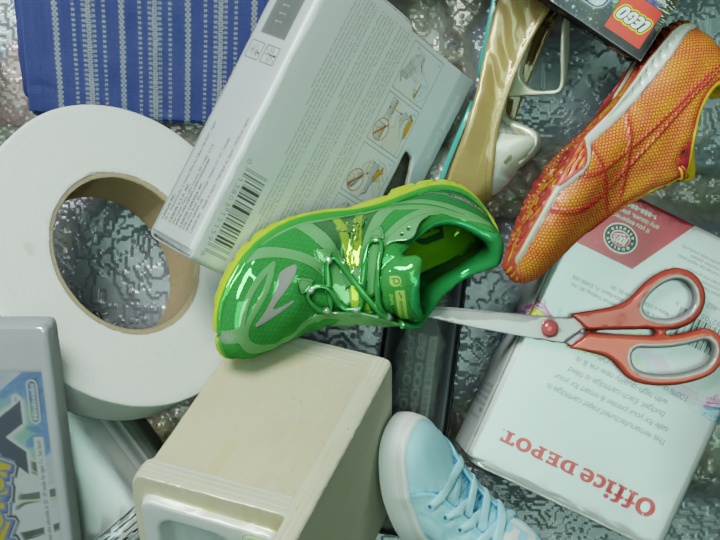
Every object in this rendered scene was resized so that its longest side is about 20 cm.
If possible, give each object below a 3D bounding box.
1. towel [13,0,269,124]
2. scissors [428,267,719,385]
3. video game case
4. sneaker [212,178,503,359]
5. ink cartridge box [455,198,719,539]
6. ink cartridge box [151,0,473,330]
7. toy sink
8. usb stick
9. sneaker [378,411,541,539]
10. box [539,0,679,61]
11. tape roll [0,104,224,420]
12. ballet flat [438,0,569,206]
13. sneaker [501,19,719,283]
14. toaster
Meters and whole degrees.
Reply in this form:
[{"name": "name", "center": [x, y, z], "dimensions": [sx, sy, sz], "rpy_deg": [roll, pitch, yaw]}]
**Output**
[{"name": "towel", "center": [-0.127, -0.158, 0.886], "dimensions": [0.197, 0.024, 0.146], "rpy_deg": [3, 132, -3]}, {"name": "scissors", "center": [0.132, 0.044, 0.861], "dimensions": [0.198, 0.014, 0.074], "rpy_deg": [-7, 91, -3]}, {"name": "video game case", "center": [-0.258, 0.125, 0.805], "dimensions": [0.180, 0.022, 0.202], "rpy_deg": [0, 107, 9]}, {"name": "sneaker", "center": [0.000, 0.000, 0.836], "dimensions": [0.198, 0.084, 0.075], "rpy_deg": [-24, 123, -18]}, {"name": "ink cartridge box", "center": [0.169, 0.060, 0.911], "dimensions": [0.145, 0.083, 0.202], "rpy_deg": [26, 89, -2]}, {"name": "ink cartridge box", "center": [-0.024, -0.078, 0.881], "dimensions": [0.043, 0.173, 0.201], "rpy_deg": [26, 88, 37]}, {"name": "toy sink", "center": [-0.064, 0.151, 0.820], "dimensions": [0.111, 0.201, 0.131], "rpy_deg": [12, 129, 17]}, {"name": "usb stick", "center": [0.037, 0.084, 0.932], "dimensions": [0.055, 0.033, 0.203], "rpy_deg": [7, 91, 6]}, {"name": "sneaker", "center": [0.082, 0.169, 0.882], "dimensions": [0.081, 0.074, 0.201], "rpy_deg": [-9, 124, 32]}, {"name": "box", "center": [0.123, -0.239, 0.819], "dimensions": [0.199, 0.038, 0.137], "rpy_deg": [32, 97, -4]}, {"name": "tape roll", "center": [-0.157, -0.006, 0.860], "dimensions": [0.201, 0.037, 0.205], "rpy_deg": [17, 61, -33]}, {"name": "ballet flat", "center": [0.099, -0.112, 0.902], "dimensions": [0.062, 0.069, 0.202], "rpy_deg": [17, 100, 13]}, {"name": "sneaker", "center": [0.164, -0.064, 0.838], "dimensions": [0.077, 0.073, 0.200], "rpy_deg": [42, 85, -4]}, {"name": "toaster", "center": [-0.204, 0.135, 0.884], "dimensions": [0.199, 0.114, 0.130], "rpy_deg": [-39, 95, -2]}]
